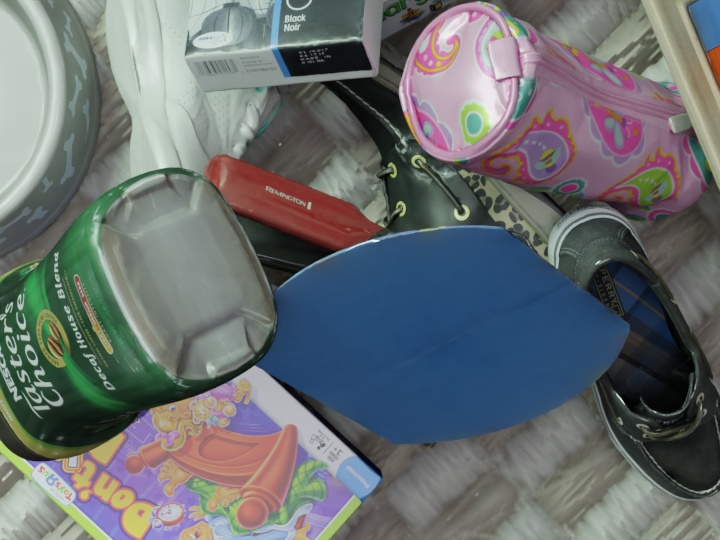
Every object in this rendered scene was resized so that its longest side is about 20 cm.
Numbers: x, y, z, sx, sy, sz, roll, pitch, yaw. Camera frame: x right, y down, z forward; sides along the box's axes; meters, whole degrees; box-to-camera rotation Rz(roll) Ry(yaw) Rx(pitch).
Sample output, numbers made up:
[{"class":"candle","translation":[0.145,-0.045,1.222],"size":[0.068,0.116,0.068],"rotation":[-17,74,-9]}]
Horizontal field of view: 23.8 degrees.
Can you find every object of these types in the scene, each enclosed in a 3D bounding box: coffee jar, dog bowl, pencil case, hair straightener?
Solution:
[{"class":"coffee jar","translation":[-0.129,0.029,0.853],"size":[0.085,0.200,0.105],"rotation":[-26,88,-36]},{"class":"dog bowl","translation":[-0.248,-0.098,0.960],"size":[0.198,0.059,0.202],"rotation":[0,91,-1]},{"class":"pencil case","translation":[0.112,-0.081,0.906],"size":[0.199,0.087,0.088],"rotation":[12,89,-45]},{"class":"hair straightener","translation":[0.000,0.000,0.905],"size":[0.198,0.077,0.041],"rotation":[16,47,-18]}]

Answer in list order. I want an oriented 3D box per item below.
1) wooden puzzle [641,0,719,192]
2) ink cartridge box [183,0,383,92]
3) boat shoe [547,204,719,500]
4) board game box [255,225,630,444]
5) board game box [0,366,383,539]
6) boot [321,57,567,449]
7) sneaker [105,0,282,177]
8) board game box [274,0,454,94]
[{"class":"wooden puzzle","translation":[0.256,-0.102,0.936],"size":[0.184,0.046,0.202],"rotation":[-21,93,-33]},{"class":"ink cartridge box","translation":[-0.035,-0.192,0.918],"size":[0.098,0.039,0.202],"rotation":[-5,61,14]},{"class":"boat shoe","translation":[0.161,0.057,0.930],"size":[0.069,0.066,0.201],"rotation":[-22,117,4]},{"class":"board game box","translation":[0.039,0.022,0.870],"size":[0.157,0.199,0.039],"rotation":[-28,50,28]},{"class":"board game box","translation":[-0.104,0.099,0.969],"size":[0.200,0.045,0.135],"rotation":[42,89,-1]},{"class":"boot","translation":[0.018,-0.016,0.959],"size":[0.203,0.073,0.154],"rotation":[41,92,0]},{"class":"sneaker","translation":[-0.083,-0.075,0.944],"size":[0.088,0.075,0.202],"rotation":[-5,73,-20]},{"class":"board game box","translation":[0.014,-0.196,0.950],"size":[0.199,0.035,0.127],"rotation":[-29,59,-1]}]
